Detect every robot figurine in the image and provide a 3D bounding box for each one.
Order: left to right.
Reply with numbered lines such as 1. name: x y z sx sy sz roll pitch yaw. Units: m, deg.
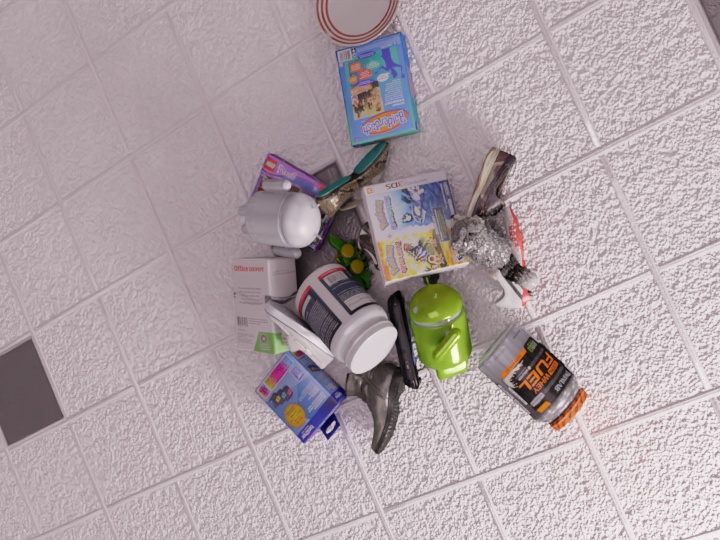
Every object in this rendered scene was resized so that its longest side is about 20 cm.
1. robot figurine: -0.165 -0.108 1.397 0.196 0.113 0.174 6 118 31
2. robot figurine: 0.162 0.117 1.344 0.113 0.176 0.204 -17 114 -5

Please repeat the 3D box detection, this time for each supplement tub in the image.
1. supplement tub: -0.031 0.097 1.368 0.200 0.139 0.142 46 108 30
2. supplement tub: 0.340 0.210 1.307 0.199 0.122 0.123 41 106 10

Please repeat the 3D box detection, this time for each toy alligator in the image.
1. toy alligator: 0.000 0.000 1.439 0.054 0.059 0.202 -30 84 -22

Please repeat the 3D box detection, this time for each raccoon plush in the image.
1. raccoon plush: 0.251 -0.041 1.236 0.197 0.134 0.099 28 102 13

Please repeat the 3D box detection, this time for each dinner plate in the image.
1. dinner plate: -0.005 -0.566 1.386 0.195 0.024 0.206 -2 85 22

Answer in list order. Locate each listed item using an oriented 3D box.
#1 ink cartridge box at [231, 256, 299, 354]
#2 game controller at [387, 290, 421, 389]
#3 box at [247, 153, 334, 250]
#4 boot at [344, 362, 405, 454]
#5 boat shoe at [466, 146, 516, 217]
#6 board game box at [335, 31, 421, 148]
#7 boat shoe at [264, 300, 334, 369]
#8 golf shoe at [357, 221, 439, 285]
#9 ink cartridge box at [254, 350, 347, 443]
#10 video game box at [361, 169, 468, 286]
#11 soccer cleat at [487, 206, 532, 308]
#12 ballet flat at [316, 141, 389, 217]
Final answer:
1. ink cartridge box: -0.211 0.072 1.471 0.143 0.083 0.206 1 96 45
2. game controller: 0.096 0.144 1.391 0.041 0.104 0.205 -11 92 15
3. box: -0.148 -0.153 1.478 0.197 0.039 0.139 31 105 13
4. boot: 0.023 0.287 1.458 0.128 0.067 0.205 15 93 21
5. boat shoe: 0.259 -0.142 1.328 0.064 0.072 0.205 19 95 20
6. board game box: 0.037 -0.376 1.391 0.148 0.045 0.206 -9 92 19
7. boat shoe: -0.134 0.140 1.403 0.199 0.072 0.066 39 93 -31
8. golf shoe: 0.079 -0.027 1.407 0.199 0.078 0.095 42 129 8
9. ink cartridge box: -0.123 0.288 1.496 0.199 0.076 0.137 42 106 9
10. video game box: 0.109 -0.089 1.342 0.178 0.047 0.205 -13 81 -5
11. soccer cleat: 0.293 -0.023 1.328 0.083 0.069 0.206 -8 98 8
12. ballet flat: -0.004 -0.186 1.406 0.199 0.068 0.076 -40 115 -4
